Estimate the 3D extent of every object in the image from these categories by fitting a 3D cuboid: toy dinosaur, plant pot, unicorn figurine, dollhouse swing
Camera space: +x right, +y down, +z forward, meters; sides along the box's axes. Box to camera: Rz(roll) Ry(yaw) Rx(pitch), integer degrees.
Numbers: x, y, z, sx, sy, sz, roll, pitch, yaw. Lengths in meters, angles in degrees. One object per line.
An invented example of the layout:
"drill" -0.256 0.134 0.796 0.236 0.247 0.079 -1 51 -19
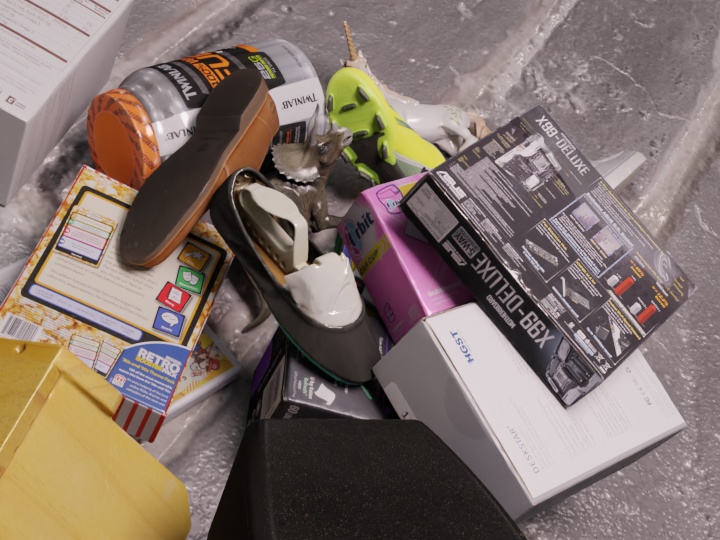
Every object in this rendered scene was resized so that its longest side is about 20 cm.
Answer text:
"toy dinosaur" -0.071 -0.042 1.151 0.102 0.077 0.200 39 81 -31
"plant pot" -0.011 0.208 0.863 0.198 0.201 0.178 3 43 -23
"unicorn figurine" 0.053 -0.152 1.323 0.199 0.074 0.138 16 47 -36
"dollhouse swing" -0.254 0.179 0.910 0.181 0.176 0.201 4 52 28

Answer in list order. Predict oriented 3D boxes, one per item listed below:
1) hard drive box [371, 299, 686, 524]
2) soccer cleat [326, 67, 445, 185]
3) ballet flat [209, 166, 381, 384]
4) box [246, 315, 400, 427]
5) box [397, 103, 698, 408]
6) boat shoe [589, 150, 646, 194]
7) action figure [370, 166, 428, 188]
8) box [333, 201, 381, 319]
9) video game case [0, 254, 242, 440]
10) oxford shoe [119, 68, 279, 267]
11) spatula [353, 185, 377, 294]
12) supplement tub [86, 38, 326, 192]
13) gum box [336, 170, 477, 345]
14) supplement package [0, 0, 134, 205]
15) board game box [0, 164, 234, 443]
"hard drive box" 0.133 0.097 0.986 0.199 0.077 0.156 -14 67 -43
"soccer cleat" 0.033 -0.116 1.225 0.200 0.064 0.084 53 37 -25
"ballet flat" -0.050 -0.001 0.984 0.068 0.069 0.200 -27 67 -37
"box" 0.016 0.118 1.048 0.199 0.122 0.106 16 49 -14
"box" 0.147 -0.018 0.985 0.200 0.050 0.158 50 47 6
"boat shoe" 0.226 -0.088 1.357 0.200 0.072 0.069 -34 74 -31
"action figure" 0.087 -0.012 1.141 0.199 0.102 0.119 20 55 -7
"box" 0.069 0.023 1.201 0.199 0.048 0.118 21 49 -11
"video game case" -0.225 0.061 1.045 0.200 0.023 0.182 -30 71 -40
"oxford shoe" -0.124 -0.073 1.068 0.071 0.071 0.200 14 60 38
"spatula" 0.000 0.000 1.143 0.056 0.021 0.200 31 50 -5
"supplement tub" -0.140 -0.136 1.172 0.199 0.123 0.123 -22 66 -37
"gum box" 0.096 -0.027 1.051 0.199 0.066 0.114 -18 72 -30
"supplement package" -0.303 -0.180 1.131 0.117 0.117 0.200 29 47 -2
"board game box" -0.198 0.022 1.041 0.151 0.046 0.201 25 47 -6
